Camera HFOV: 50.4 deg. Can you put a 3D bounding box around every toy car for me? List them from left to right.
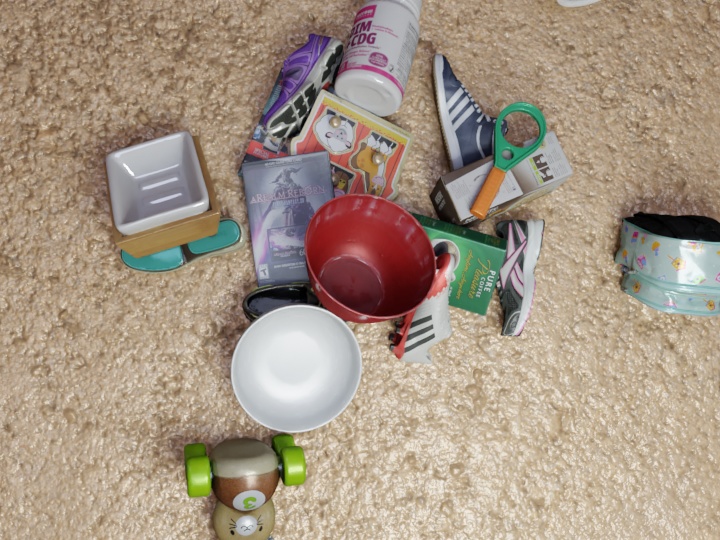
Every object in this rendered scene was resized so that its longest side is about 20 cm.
[{"bbox_3d":[-0.167,0.353,1.107,0.162,0.158,0.203,-3,91,-15],"label":"toy car"}]

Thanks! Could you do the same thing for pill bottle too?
[{"bbox_3d":[0.034,-0.367,1.255,0.112,0.114,0.202,15,70,-1],"label":"pill bottle"}]

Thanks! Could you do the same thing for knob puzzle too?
[{"bbox_3d":[-0.023,-0.165,1.237,0.217,0.030,0.223,-1,93,-14],"label":"knob puzzle"}]

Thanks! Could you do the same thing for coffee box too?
[{"bbox_3d":[0.119,-0.015,1.196,0.198,0.044,0.124,15,118,8],"label":"coffee box"},{"bbox_3d":[0.222,-0.138,1.231,0.198,0.114,0.080,-23,81,-8],"label":"coffee box"}]

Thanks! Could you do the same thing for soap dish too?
[{"bbox_3d":[-0.303,-0.116,1.171,0.156,0.082,0.201,-18,48,-7],"label":"soap dish"}]

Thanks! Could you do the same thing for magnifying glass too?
[{"bbox_3d":[0.221,-0.169,1.172,0.079,0.022,0.201,27,75,5],"label":"magnifying glass"}]

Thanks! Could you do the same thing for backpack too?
[{"bbox_3d":[0.502,-0.011,1.184,0.174,0.200,0.155,6,95,-5],"label":"backpack"}]

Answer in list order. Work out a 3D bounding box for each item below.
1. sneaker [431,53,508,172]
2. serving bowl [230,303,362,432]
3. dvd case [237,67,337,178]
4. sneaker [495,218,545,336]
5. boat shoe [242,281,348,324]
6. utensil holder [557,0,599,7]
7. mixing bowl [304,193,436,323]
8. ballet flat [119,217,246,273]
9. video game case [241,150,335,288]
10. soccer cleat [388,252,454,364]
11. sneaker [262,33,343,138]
[{"bbox_3d":[0.182,-0.267,1.268,0.107,0.070,0.203,-11,87,5],"label":"sneaker"},{"bbox_3d":[-0.099,0.141,1.166,0.198,0.066,0.203,-3,104,-11],"label":"serving bowl"},{"bbox_3d":[-0.102,-0.222,1.272,0.145,0.022,0.202,20,80,0],"label":"dvd case"},{"bbox_3d":[0.240,0.010,1.235,0.085,0.080,0.202,9,72,11],"label":"sneaker"},{"bbox_3d":[-0.086,0.055,1.201,0.199,0.061,0.073,-3,81,-4],"label":"boat shoe"},{"bbox_3d":[0.380,-0.584,1.300,0.168,0.170,0.202,-17,78,-7],"label":"utensil holder"},{"bbox_3d":[0.000,0.000,1.122,0.198,0.109,0.202,10,59,-16],"label":"mixing bowl"},{"bbox_3d":[-0.274,-0.037,1.205,0.197,0.069,0.070,-10,80,0],"label":"ballet flat"},{"bbox_3d":[-0.106,-0.080,1.216,0.141,0.019,0.203,-8,94,4],"label":"video game case"},{"bbox_3d":[0.112,0.062,1.175,0.084,0.069,0.201,19,117,-10],"label":"soccer cleat"},{"bbox_3d":[-0.103,-0.302,1.251,0.083,0.081,0.201,25,70,18],"label":"sneaker"}]
